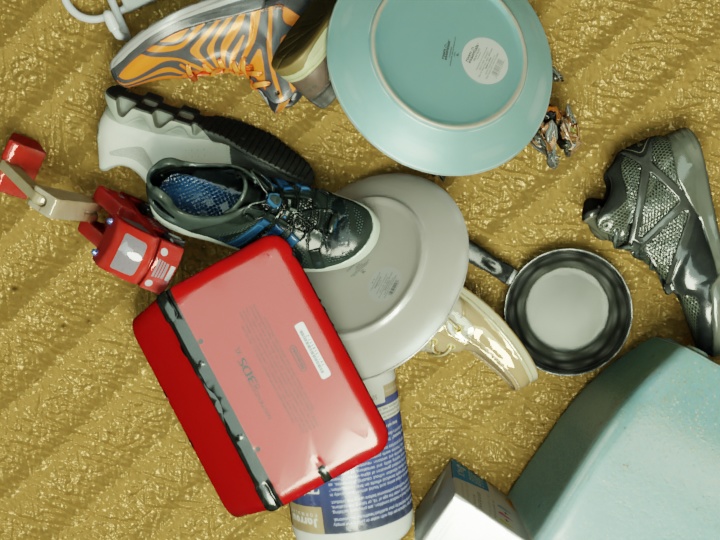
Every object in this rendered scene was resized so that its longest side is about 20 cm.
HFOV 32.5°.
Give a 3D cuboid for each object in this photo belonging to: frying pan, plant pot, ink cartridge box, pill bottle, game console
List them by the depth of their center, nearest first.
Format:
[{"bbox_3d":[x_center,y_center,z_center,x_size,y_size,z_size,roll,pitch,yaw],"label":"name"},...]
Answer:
[{"bbox_3d":[-0.090,0.094,1.053,0.172,0.119,0.201,-29,89,2],"label":"game console"},{"bbox_3d":[0.267,0.171,1.055,0.195,0.196,0.201,29,92,0],"label":"plant pot"},{"bbox_3d":[0.147,0.263,1.104,0.200,0.115,0.068,34,98,-2],"label":"ink cartridge box"},{"bbox_3d":[-0.012,0.185,1.106,0.110,0.111,0.201,-7,96,4],"label":"pill bottle"},{"bbox_3d":[0.150,0.031,1.120,0.189,0.031,0.116,10,97,5],"label":"frying pan"}]

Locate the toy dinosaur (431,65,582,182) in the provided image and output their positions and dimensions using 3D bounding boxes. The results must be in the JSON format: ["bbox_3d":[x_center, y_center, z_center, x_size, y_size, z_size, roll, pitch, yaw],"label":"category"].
[{"bbox_3d":[0.098,-0.156,1.085,0.136,0.102,0.200,-44,57,-7],"label":"toy dinosaur"}]

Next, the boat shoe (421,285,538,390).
[{"bbox_3d":[0.069,0.043,1.100,0.200,0.074,0.069,43,79,7],"label":"boat shoe"}]

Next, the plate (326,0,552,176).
[{"bbox_3d":[0.070,-0.177,1.015,0.199,0.026,0.201,4,75,-15],"label":"plate"}]

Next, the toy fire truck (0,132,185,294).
[{"bbox_3d":[-0.241,-0.052,1.077,0.141,0.200,0.049,23,99,-28],"label":"toy fire truck"}]

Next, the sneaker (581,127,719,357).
[{"bbox_3d":[0.260,-0.015,1.089,0.114,0.076,0.201,-15,92,6],"label":"sneaker"}]

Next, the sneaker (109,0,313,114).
[{"bbox_3d":[-0.115,-0.181,1.088,0.199,0.078,0.113,-24,94,5],"label":"sneaker"}]

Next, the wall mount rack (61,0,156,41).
[{"bbox_3d":[-0.192,-0.305,1.079,0.199,0.075,0.175,-24,94,5],"label":"wall mount rack"}]

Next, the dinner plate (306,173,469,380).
[{"bbox_3d":[0.000,0.000,1.063,0.199,0.024,0.201,-15,58,26],"label":"dinner plate"}]

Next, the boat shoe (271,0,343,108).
[{"bbox_3d":[0.000,-0.223,1.065,0.200,0.073,0.065,-52,124,-20],"label":"boat shoe"}]

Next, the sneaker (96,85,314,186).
[{"bbox_3d":[-0.141,-0.093,1.109,0.199,0.074,0.089,19,111,3],"label":"sneaker"}]

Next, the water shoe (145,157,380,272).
[{"bbox_3d":[-0.082,-0.046,1.028,0.199,0.079,0.072,9,78,1],"label":"water shoe"}]
